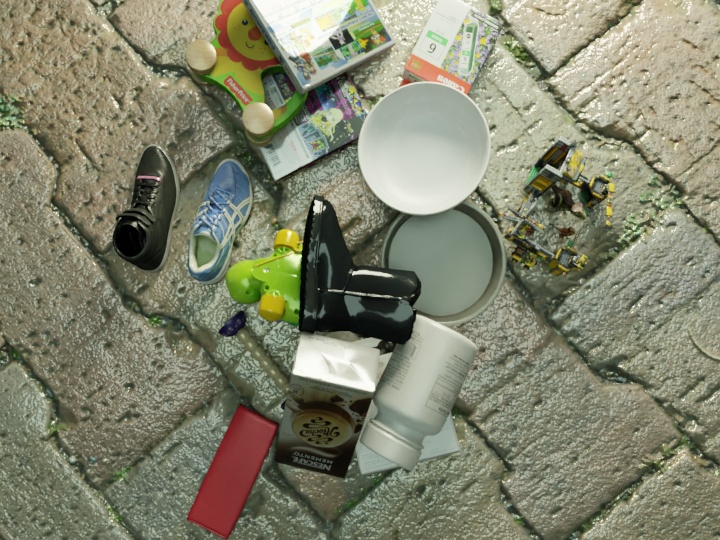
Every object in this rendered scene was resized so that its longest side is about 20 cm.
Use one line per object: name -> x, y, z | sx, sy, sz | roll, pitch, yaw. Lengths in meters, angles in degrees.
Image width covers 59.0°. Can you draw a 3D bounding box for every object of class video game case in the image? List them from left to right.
video game case -> -0.098, -0.268, 1.008 | 0.180, 0.036, 0.202 | -27, 90, 0
video game case -> -0.063, -0.385, 0.963 | 0.199, 0.022, 0.184 | -35, 96, -29

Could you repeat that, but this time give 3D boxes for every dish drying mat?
dish drying mat -> -0.203, 0.321, 1.018 | 0.076, 0.018, 0.202 | 25, 91, 1

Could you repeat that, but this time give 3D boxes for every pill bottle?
pill bottle -> 0.081, 0.178, 0.931 | 0.113, 0.114, 0.202 | 27, 82, 0

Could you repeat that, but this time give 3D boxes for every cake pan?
cake pan -> 0.129, -0.014, 1.005 | 0.197, 0.037, 0.204 | 0, 90, 1

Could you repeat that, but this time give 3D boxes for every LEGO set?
LEGO set -> 0.305, -0.098, 0.948 | 0.153, 0.116, 0.201 | 37, 78, 2

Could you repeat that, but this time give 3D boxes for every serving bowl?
serving bowl -> 0.097, -0.178, 0.971 | 0.197, 0.066, 0.203 | -1, 84, 7

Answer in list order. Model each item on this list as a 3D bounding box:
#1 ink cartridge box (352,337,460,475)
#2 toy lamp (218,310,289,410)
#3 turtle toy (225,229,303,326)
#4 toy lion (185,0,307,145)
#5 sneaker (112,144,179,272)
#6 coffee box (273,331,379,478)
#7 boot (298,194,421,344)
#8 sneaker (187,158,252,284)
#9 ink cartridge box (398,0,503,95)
ink cartridge box -> 0.057, 0.204, 1.009 | 0.160, 0.057, 0.203 | -13, 75, 1
toy lamp -> -0.140, 0.155, 0.998 | 0.058, 0.058, 0.200 | -42, 91, 0
turtle toy -> -0.109, 0.023, 0.973 | 0.197, 0.101, 0.148 | 11, 64, 0
toy lion -> -0.152, -0.323, 0.965 | 0.191, 0.069, 0.200 | -43, 90, -8
sneaker -> -0.329, -0.100, 0.978 | 0.070, 0.099, 0.203 | 4, 89, 2
coffee box -> -0.050, 0.192, 0.891 | 0.111, 0.080, 0.202 | 13, 130, -2
boot -> 0.000, 0.000, 0.904 | 0.166, 0.076, 0.203 | 6, 73, -14
sneaker -> -0.218, -0.076, 0.989 | 0.075, 0.077, 0.203 | 12, 89, 2
ink cartridge box -> 0.129, -0.315, 0.999 | 0.108, 0.050, 0.202 | 28, 90, 0
